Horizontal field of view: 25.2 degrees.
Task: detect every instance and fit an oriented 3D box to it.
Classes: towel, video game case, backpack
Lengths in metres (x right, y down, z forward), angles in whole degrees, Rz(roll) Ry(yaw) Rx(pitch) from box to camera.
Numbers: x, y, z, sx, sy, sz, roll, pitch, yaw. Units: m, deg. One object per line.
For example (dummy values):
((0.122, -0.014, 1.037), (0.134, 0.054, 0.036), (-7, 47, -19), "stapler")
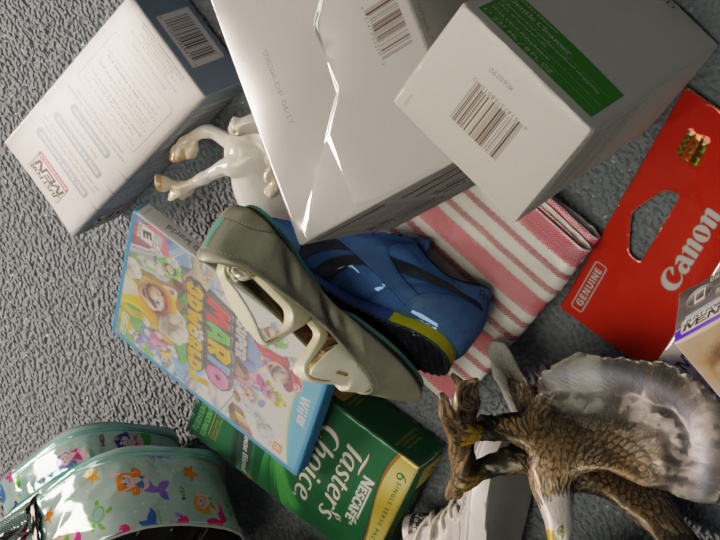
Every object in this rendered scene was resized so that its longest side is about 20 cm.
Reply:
((0.068, -0.006, 1.171), (0.146, 0.030, 0.200), (44, 128, 10), "towel")
((-0.107, 0.054, 1.242), (0.200, 0.018, 0.143), (36, 137, 17), "video game case")
((-0.200, 0.210, 1.343), (0.200, 0.177, 0.151), (-33, 59, 38), "backpack")

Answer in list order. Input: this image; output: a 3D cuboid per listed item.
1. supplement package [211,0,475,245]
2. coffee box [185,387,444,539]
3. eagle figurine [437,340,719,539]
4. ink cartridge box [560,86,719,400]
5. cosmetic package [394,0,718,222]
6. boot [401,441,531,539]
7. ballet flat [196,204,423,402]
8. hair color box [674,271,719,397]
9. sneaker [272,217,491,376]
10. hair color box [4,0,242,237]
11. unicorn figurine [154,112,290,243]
((0.012, -0.143, 1.073), (0.155, 0.111, 0.201), (-26, 81, 38), "supplement package")
((-0.039, 0.134, 1.287), (0.200, 0.044, 0.123), (36, 125, 17), "coffee box")
((0.155, 0.130, 1.091), (0.199, 0.152, 0.152), (2, 94, 8), "eagle figurine")
((0.234, 0.009, 1.055), (0.173, 0.044, 0.200), (36, 125, 15), "ink cartridge box")
((0.122, -0.120, 0.976), (0.108, 0.200, 0.085), (44, 129, 8), "cosmetic package")
((0.071, 0.200, 1.224), (0.095, 0.073, 0.201), (17, 113, 32), "boot")
((-0.038, 0.040, 1.113), (0.200, 0.064, 0.067), (47, 156, -21), "ballet flat")
((0.294, 0.074, 0.983), (0.109, 0.065, 0.200), (-34, 106, 30), "hair color box")
((0.000, 0.000, 1.161), (0.199, 0.079, 0.066), (26, 155, 17), "sneaker")
((-0.188, -0.125, 1.271), (0.200, 0.061, 0.099), (-40, 85, 37), "hair color box")
((-0.084, -0.065, 1.210), (0.137, 0.074, 0.200), (-8, 134, 24), "unicorn figurine")
